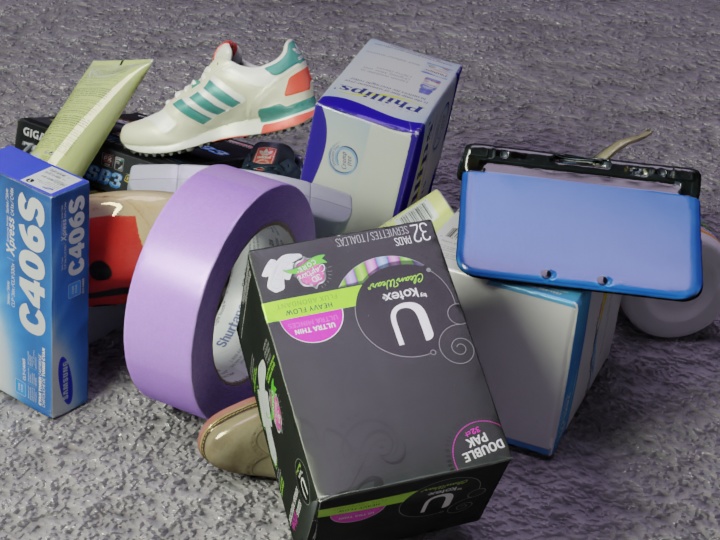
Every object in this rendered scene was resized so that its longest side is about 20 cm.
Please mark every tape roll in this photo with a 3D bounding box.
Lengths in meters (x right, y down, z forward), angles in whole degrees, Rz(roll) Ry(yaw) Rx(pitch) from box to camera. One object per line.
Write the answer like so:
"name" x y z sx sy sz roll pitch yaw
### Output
"tape roll" -0.111 0.019 1.317 0.065 0.202 0.200 17 29 22

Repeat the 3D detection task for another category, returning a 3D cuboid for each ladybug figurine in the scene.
"ladybug figurine" -0.215 -0.014 1.363 0.198 0.073 0.136 -10 -20 21

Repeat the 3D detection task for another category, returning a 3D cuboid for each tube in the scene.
"tube" 0.000 0.000 1.468 0.199 0.058 0.052 -32 75 0
"tube" -0.268 -0.129 1.534 0.058 0.052 0.201 26 58 -3

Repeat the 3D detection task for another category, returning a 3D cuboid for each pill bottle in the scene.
"pill bottle" 0.282 -0.029 1.586 0.111 0.113 0.200 1 28 -10

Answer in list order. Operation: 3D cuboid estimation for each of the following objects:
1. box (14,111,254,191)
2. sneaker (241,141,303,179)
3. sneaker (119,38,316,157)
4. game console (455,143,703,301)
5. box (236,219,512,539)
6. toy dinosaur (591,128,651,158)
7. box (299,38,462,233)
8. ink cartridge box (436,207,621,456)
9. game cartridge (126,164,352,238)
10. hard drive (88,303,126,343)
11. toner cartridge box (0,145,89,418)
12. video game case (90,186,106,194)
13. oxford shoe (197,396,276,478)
"box" -0.216 -0.117 1.654 0.199 0.050 0.198 18 18 28
"sneaker" -0.099 -0.084 1.582 0.074 0.085 0.200 8 7 10
"sneaker" -0.139 -0.169 1.543 0.198 0.094 0.070 -9 11 12
"game console" 0.177 -0.035 1.356 0.198 0.119 0.171 7 -6 1
"box" 0.004 0.087 1.185 0.147 0.125 0.201 -10 63 -14
"toy dinosaur" 0.206 -0.070 1.583 0.199 0.048 0.088 -37 20 14
"box" 0.013 -0.103 1.592 0.104 0.185 0.200 18 30 9
"ink cartridge box" 0.135 0.034 1.395 0.146 0.147 0.200 15 28 18
"game cartridge" -0.113 -0.045 1.449 0.198 0.134 0.041 7 59 -9
"hard drive" -0.267 0.012 1.472 0.134 0.043 0.200 19 30 23
"toner cartridge box" -0.265 0.010 1.303 0.095 0.201 0.043 24 33 32
"video game case" -0.221 -0.074 1.626 0.181 0.023 0.200 14 15 16
"oxford shoe" -0.025 0.138 1.249 0.198 0.071 0.075 -2 33 -12
